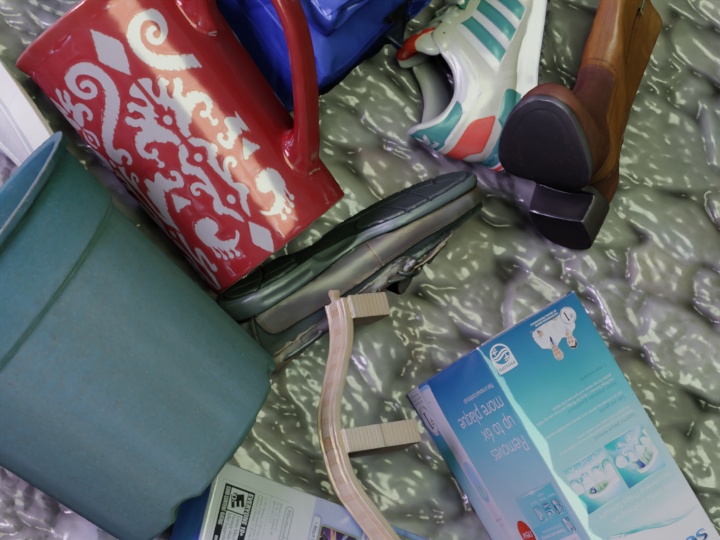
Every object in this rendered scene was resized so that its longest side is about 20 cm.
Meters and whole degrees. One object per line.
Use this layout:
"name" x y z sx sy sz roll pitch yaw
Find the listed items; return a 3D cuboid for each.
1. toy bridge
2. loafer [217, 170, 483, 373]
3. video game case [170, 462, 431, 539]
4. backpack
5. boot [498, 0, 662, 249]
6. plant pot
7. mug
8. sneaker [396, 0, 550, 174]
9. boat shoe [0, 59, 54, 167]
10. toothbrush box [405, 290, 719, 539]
"toy bridge" 0.006 0.108 1.482 0.067 0.027 0.201 -6 76 -38
"loafer" 0.000 0.000 1.558 0.200 0.072 0.063 -28 105 -16
"video game case" -0.046 0.242 1.453 0.181 0.045 0.201 24 68 -27
"backpack" -0.006 -0.227 1.560 0.200 0.168 0.163 -41 99 -26
"boot" 0.166 -0.139 1.587 0.068 0.188 0.201 12 68 26
"plant pot" -0.171 0.055 1.420 0.196 0.200 0.200 40 67 -13
"mug" -0.103 -0.100 1.491 0.133 0.177 0.200 -38 93 -30
"sneaker" 0.076 -0.171 1.620 0.093 0.070 0.201 11 74 -21
"boat shoe" -0.264 -0.120 1.500 0.068 0.072 0.200 -39 96 -2
"toothbrush box" 0.133 0.132 1.513 0.085 0.146 0.200 -30 87 -23
